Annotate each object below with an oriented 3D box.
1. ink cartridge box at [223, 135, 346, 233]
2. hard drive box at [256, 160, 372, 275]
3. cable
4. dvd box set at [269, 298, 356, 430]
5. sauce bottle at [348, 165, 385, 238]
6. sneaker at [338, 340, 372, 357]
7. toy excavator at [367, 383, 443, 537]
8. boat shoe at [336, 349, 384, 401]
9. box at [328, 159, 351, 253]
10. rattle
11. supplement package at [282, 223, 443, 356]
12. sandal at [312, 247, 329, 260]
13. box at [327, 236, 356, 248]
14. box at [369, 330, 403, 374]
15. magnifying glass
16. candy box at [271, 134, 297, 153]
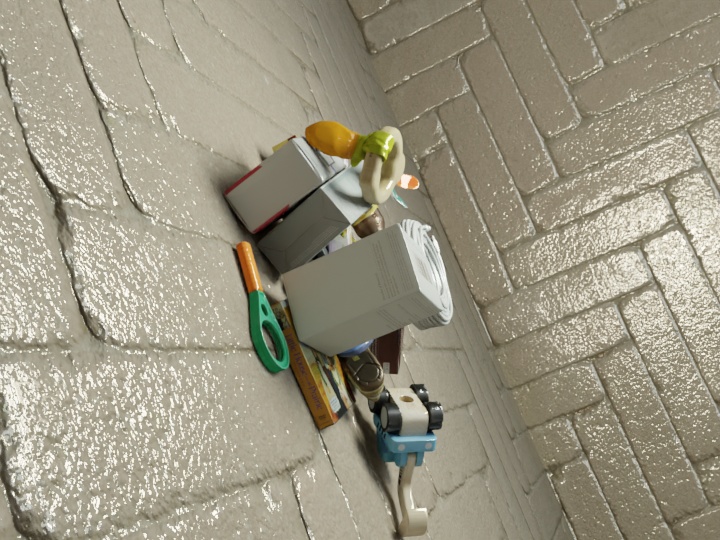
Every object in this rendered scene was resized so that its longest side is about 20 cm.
[{"bbox_3d":[-0.118,-0.146,1.371,0.086,0.147,0.200,52,14,-5],"label":"ink cartridge box"},{"bbox_3d":[-0.059,-0.089,1.391,0.077,0.156,0.200,50,27,-4],"label":"hard drive box"},{"bbox_3d":[0.103,0.007,1.500,0.200,0.069,0.201,28,46,-69],"label":"cable"},{"bbox_3d":[-0.073,0.134,1.316,0.200,0.029,0.146,66,14,1],"label":"dvd box set"},{"bbox_3d":[0.006,-0.107,1.600,0.200,0.065,0.065,58,10,22],"label":"sauce bottle"},{"bbox_3d":[-0.010,0.052,1.388,0.082,0.074,0.200,58,35,-41],"label":"sneaker"},{"bbox_3d":[0.077,0.314,1.417,0.194,0.100,0.201,-130,-137,-64],"label":"toy excavator"},{"bbox_3d":[-0.020,0.138,1.431,0.076,0.071,0.200,82,-15,-52],"label":"boat shoe"},{"bbox_3d":[-0.041,-0.124,1.560,0.041,0.039,0.201,55,32,-76],"label":"box"},{"bbox_3d":[0.007,-0.169,1.386,0.200,0.142,0.131,2,87,-74],"label":"rattle"},{"bbox_3d":[0.003,0.033,1.277,0.117,0.200,0.118,38,31,-62],"label":"supplement package"},{"bbox_3d":[-0.110,-0.077,1.540,0.200,0.043,0.076,58,5,12],"label":"sandal"},{"bbox_3d":[0.000,0.000,1.577,0.200,0.070,0.064,44,1,28],"label":"box"},{"bbox_3d":[0.048,0.115,1.650,0.200,0.075,0.100,-77,168,-71],"label":"box"},{"bbox_3d":[-0.144,0.051,1.215,0.080,0.022,0.200,34,33,-65],"label":"magnifying glass"},{"bbox_3d":[-0.099,-0.172,1.628,0.117,0.056,0.200,64,4,12],"label":"candy box"}]
